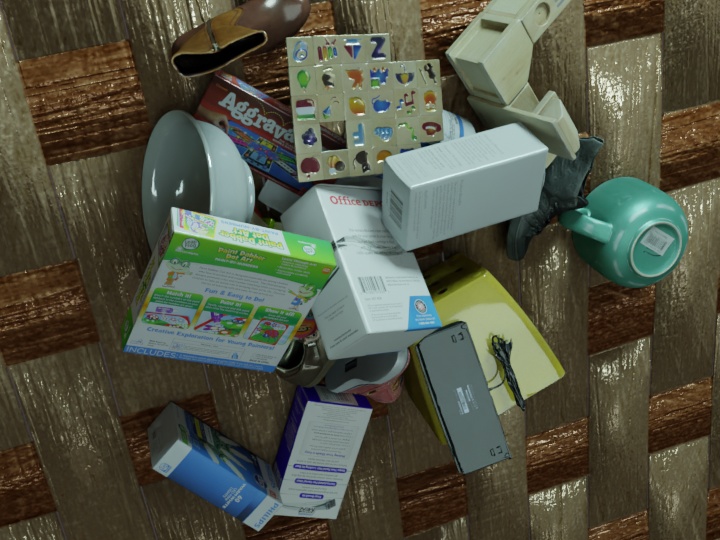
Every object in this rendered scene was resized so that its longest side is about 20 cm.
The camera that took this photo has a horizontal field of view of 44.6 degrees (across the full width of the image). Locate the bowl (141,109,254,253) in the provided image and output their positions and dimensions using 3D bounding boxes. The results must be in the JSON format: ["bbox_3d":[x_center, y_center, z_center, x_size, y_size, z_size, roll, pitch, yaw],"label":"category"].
[{"bbox_3d":[-0.190,-0.092,1.077,0.089,0.201,0.204,-2,115,-36],"label":"bowl"}]

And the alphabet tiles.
[{"bbox_3d":[0.010,-0.201,1.069,0.197,0.008,0.170,-8,99,-21],"label":"alphabet tiles"}]

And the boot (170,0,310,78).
[{"bbox_3d":[-0.130,-0.275,0.996,0.186,0.200,0.069,-17,107,-8],"label":"boot"}]

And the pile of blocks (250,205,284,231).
[{"bbox_3d":[-0.108,-0.038,1.196,0.199,0.082,0.063,31,65,-34],"label":"pile of blocks"}]

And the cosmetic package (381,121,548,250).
[{"bbox_3d":[0.129,-0.107,1.099,0.198,0.074,0.103,-17,135,-20],"label":"cosmetic package"}]

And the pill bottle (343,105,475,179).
[{"bbox_3d":[0.085,-0.162,1.168,0.198,0.112,0.113,16,107,-23],"label":"pill bottle"}]

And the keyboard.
[{"bbox_3d":[0.159,0.163,1.172,0.125,0.021,0.203,-19,99,1],"label":"keyboard"}]

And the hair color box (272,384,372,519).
[{"bbox_3d":[-0.065,0.276,1.338,0.108,0.065,0.203,11,107,-22],"label":"hair color box"}]

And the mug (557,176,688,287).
[{"bbox_3d":[0.399,-0.047,1.319,0.183,0.115,0.154,-21,118,-9],"label":"mug"}]

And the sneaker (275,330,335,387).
[{"bbox_3d":[-0.053,0.080,1.246,0.075,0.070,0.201,21,107,-37],"label":"sneaker"}]

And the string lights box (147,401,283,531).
[{"bbox_3d":[-0.211,0.285,1.271,0.199,0.103,0.059,40,97,-28],"label":"string lights box"}]

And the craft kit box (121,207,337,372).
[{"bbox_3d":[-0.157,0.031,1.026,0.198,0.049,0.198,12,132,-28],"label":"craft kit box"}]

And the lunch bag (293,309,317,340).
[{"bbox_3d":[-0.152,0.053,1.168,0.197,0.083,0.177,-7,152,-7],"label":"lunch bag"}]

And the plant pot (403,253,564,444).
[{"bbox_3d":[0.140,0.094,1.262,0.198,0.200,0.178,-29,107,-4],"label":"plant pot"}]

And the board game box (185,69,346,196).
[{"bbox_3d":[-0.114,-0.165,1.112,0.198,0.020,0.103,27,128,-16],"label":"board game box"}]

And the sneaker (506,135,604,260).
[{"bbox_3d":[0.278,-0.100,1.262,0.103,0.060,0.203,16,109,20],"label":"sneaker"}]

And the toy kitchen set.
[{"bbox_3d":[0.256,-0.258,1.148,0.181,0.163,0.200,-49,130,-8],"label":"toy kitchen set"}]

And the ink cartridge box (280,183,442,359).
[{"bbox_3d":[0.000,0.000,1.113,0.144,0.202,0.084,0,154,-47],"label":"ink cartridge box"}]

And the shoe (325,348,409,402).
[{"bbox_3d":[0.034,0.141,1.257,0.090,0.199,0.073,15,66,-27],"label":"shoe"}]

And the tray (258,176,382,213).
[{"bbox_3d":[-0.034,-0.103,1.206,0.198,0.022,0.108,26,103,-26],"label":"tray"}]
